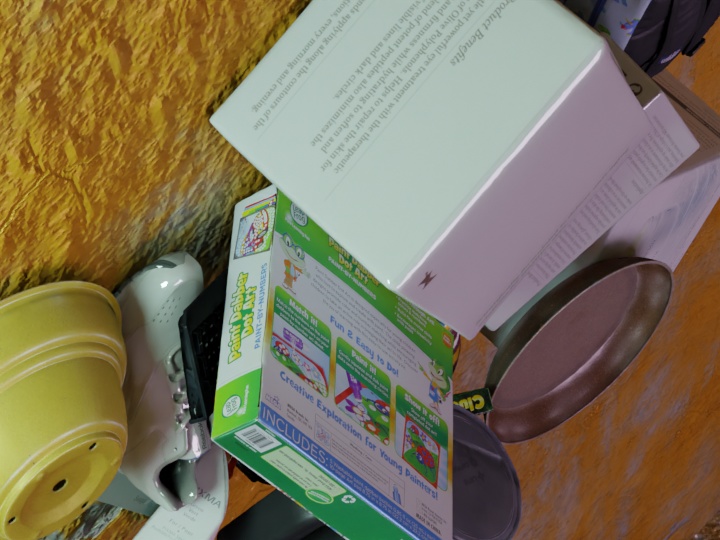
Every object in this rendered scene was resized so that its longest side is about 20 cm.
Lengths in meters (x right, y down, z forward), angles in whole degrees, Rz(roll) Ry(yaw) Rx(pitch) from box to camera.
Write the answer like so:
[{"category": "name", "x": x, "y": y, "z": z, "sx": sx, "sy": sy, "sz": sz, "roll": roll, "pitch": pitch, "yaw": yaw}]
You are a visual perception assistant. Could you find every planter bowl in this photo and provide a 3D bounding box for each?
[{"category": "planter bowl", "x": -0.205, "y": 0.107, "z": 1.352, "sx": 0.200, "sy": 0.083, "sz": 0.201, "roll": -35, "pitch": 156, "yaw": -18}]

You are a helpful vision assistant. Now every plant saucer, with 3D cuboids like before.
[{"category": "plant saucer", "x": 0.171, "y": 0.059, "z": 1.785, "sx": 0.200, "sy": 0.032, "sz": 0.201, "roll": -32, "pitch": 151, "yaw": -19}]

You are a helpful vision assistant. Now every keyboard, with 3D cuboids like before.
[{"category": "keyboard", "x": -0.063, "y": 0.040, "z": 1.469, "sx": 0.200, "sy": 0.039, "sz": 0.105, "roll": -48, "pitch": 136, "yaw": -60}]

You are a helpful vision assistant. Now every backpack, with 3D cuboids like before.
[{"category": "backpack", "x": 0.205, "y": -0.225, "z": 1.556, "sx": 0.163, "sy": 0.154, "sz": 0.200, "roll": -36, "pitch": 178, "yaw": -17}]

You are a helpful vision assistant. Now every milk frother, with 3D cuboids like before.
[{"category": "milk frother", "x": 0.014, "y": 0.229, "z": 1.583, "sx": 0.188, "sy": 0.201, "sz": 0.180, "roll": -36, "pitch": 167, "yaw": 38}]

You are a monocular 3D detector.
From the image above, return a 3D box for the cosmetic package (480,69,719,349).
[{"category": "cosmetic package", "x": 0.195, "y": -0.046, "z": 1.853, "sx": 0.200, "sy": 0.123, "sz": 0.200, "roll": -22, "pitch": 147, "yaw": -47}]

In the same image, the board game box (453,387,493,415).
[{"category": "board game box", "x": 0.023, "y": 0.124, "z": 1.778, "sx": 0.104, "sy": 0.024, "sz": 0.200, "roll": -12, "pitch": 176, "yaw": -19}]

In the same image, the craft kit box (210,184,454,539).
[{"category": "craft kit box", "x": -0.012, "y": 0.074, "z": 1.453, "sx": 0.048, "sy": 0.198, "sz": 0.200, "roll": -24, "pitch": 132, "yaw": 31}]

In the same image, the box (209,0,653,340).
[{"category": "box", "x": 0.052, "y": -0.094, "z": 1.407, "sx": 0.199, "sy": 0.171, "sz": 0.200, "roll": -49, "pitch": 159, "yaw": 2}]

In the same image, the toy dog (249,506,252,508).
[{"category": "toy dog", "x": -0.119, "y": 0.236, "z": 1.719, "sx": 0.199, "sy": 0.132, "sz": 0.097, "roll": -25, "pitch": 117, "yaw": 5}]

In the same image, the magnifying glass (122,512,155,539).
[{"category": "magnifying glass", "x": -0.149, "y": 0.191, "z": 1.652, "sx": 0.080, "sy": 0.022, "sz": 0.200, "roll": -50, "pitch": 174, "yaw": 18}]

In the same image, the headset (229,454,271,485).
[{"category": "headset", "x": -0.043, "y": 0.118, "z": 1.705, "sx": 0.124, "sy": 0.094, "sz": 0.200, "roll": -47, "pitch": 170, "yaw": -4}]

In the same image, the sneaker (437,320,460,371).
[{"category": "sneaker", "x": 0.045, "y": 0.036, "z": 1.693, "sx": 0.090, "sy": 0.075, "sz": 0.201, "roll": -89, "pitch": 180, "yaw": -53}]

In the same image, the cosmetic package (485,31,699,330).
[{"category": "cosmetic package", "x": 0.131, "y": -0.060, "z": 1.542, "sx": 0.200, "sy": 0.071, "sz": 0.101, "roll": -42, "pitch": 149, "yaw": 4}]

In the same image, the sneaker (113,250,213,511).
[{"category": "sneaker", "x": -0.123, "y": 0.073, "z": 1.460, "sx": 0.074, "sy": 0.087, "sz": 0.201, "roll": -24, "pitch": 139, "yaw": -33}]

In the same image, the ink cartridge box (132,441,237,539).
[{"category": "ink cartridge box", "x": -0.117, "y": 0.189, "z": 1.587, "sx": 0.200, "sy": 0.050, "sz": 0.161, "roll": -49, "pitch": 169, "yaw": -36}]

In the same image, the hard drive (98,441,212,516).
[{"category": "hard drive", "x": -0.118, "y": 0.090, "z": 1.603, "sx": 0.200, "sy": 0.026, "sz": 0.132, "roll": -49, "pitch": 160, "yaw": 1}]
